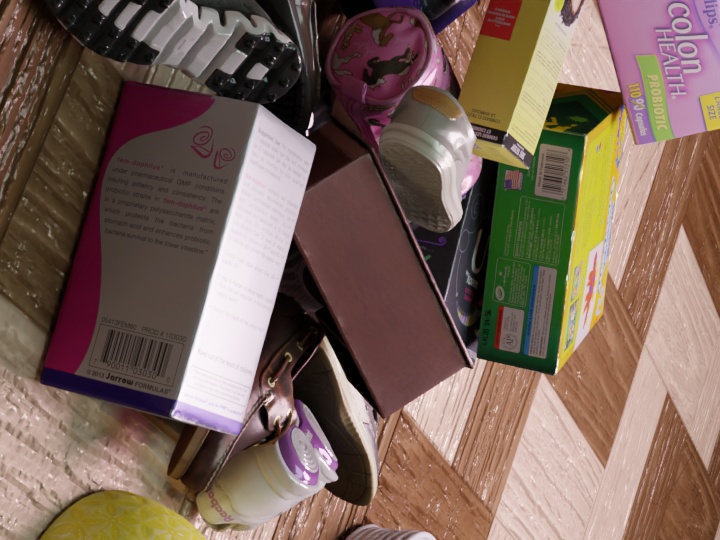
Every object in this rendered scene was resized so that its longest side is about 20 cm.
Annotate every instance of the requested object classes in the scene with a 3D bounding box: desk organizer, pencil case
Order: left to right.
[{"bbox_3d":[0.000,0.000,1.399,0.077,0.072,0.200,-32,122,-10],"label":"desk organizer"},{"bbox_3d":[0.034,-0.117,1.471,0.200,0.082,0.087,60,25,-63],"label":"pencil case"}]

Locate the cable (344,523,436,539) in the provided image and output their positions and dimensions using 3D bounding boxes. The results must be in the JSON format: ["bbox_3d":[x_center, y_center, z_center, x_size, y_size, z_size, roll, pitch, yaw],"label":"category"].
[{"bbox_3d":[0.010,0.322,1.743,0.200,0.069,0.200,-57,148,-41],"label":"cable"}]

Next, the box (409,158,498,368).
[{"bbox_3d":[0.054,-0.035,1.622,0.122,0.106,0.201,28,75,-68],"label":"box"}]

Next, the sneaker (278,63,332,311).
[{"bbox_3d":[-0.026,-0.056,1.460,0.074,0.087,0.201,-31,129,-58],"label":"sneaker"}]

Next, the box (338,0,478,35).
[{"bbox_3d":[0.035,-0.266,1.438,0.141,0.079,0.200,-42,147,-8],"label":"box"}]

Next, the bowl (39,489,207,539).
[{"bbox_3d":[-0.135,0.251,1.313,0.200,0.107,0.201,-19,113,-57],"label":"bowl"}]

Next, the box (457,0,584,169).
[{"bbox_3d":[0.124,-0.181,1.466,0.075,0.050,0.201,25,83,-66],"label":"box"}]

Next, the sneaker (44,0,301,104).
[{"bbox_3d":[-0.126,-0.168,1.220,0.200,0.091,0.066,20,121,-44],"label":"sneaker"}]

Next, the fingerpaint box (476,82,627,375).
[{"bbox_3d":[0.158,-0.039,1.636,0.167,0.073,0.201,-40,138,-64],"label":"fingerpaint box"}]

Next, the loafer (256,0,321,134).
[{"bbox_3d":[-0.056,-0.183,1.350,0.071,0.073,0.201,-49,143,-46],"label":"loafer"}]

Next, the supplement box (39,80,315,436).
[{"bbox_3d":[-0.114,-0.007,1.274,0.103,0.101,0.201,28,76,-65],"label":"supplement box"}]

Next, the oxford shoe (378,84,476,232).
[{"bbox_3d":[0.046,-0.075,1.392,0.200,0.075,0.058,93,22,-74],"label":"oxford shoe"}]

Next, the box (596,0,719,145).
[{"bbox_3d":[0.243,-0.237,1.614,0.200,0.096,0.176,-89,163,-47],"label":"box"}]

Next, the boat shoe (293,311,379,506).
[{"bbox_3d":[-0.014,0.104,1.582,0.066,0.072,0.201,-53,142,-35],"label":"boat shoe"}]

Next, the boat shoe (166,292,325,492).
[{"bbox_3d":[-0.073,0.085,1.386,0.070,0.070,0.200,-49,-170,39],"label":"boat shoe"}]

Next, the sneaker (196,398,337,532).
[{"bbox_3d":[-0.074,0.148,1.491,0.075,0.099,0.200,59,6,5],"label":"sneaker"}]
